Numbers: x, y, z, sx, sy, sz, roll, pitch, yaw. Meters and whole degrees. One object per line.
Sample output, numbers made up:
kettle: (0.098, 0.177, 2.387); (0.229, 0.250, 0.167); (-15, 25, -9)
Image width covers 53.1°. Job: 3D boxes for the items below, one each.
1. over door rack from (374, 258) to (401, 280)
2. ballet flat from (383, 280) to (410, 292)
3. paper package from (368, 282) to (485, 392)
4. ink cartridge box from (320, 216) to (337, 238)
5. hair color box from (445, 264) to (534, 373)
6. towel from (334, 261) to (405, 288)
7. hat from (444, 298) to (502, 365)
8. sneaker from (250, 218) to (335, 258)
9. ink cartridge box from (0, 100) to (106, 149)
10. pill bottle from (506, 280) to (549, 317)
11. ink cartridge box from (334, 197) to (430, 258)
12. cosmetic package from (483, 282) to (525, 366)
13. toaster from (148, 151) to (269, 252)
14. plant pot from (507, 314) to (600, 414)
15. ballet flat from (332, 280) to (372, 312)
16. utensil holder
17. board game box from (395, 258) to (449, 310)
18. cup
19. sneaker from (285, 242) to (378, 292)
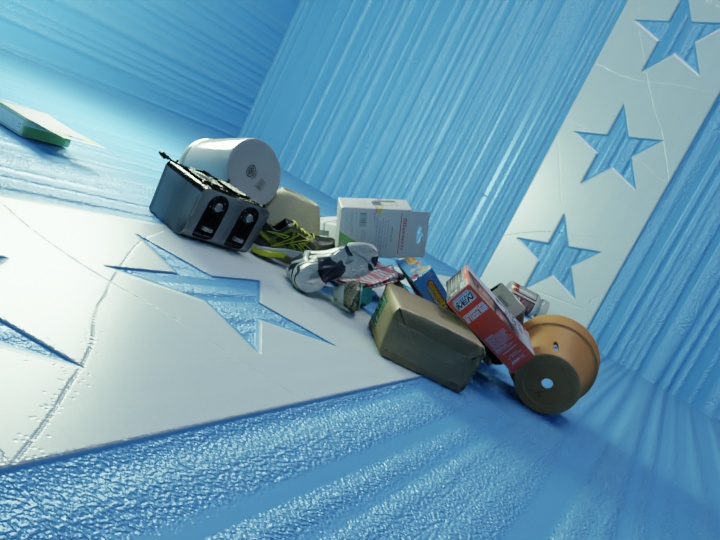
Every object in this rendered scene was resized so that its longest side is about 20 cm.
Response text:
over door rack: (-0.003, -0.028, 1.648); (0.197, 0.067, 0.148); (-3, 21, 15)
ballet flat: (0.092, 0.069, 1.777); (0.063, 0.068, 0.200); (-8, 22, -24)
paper package: (0.121, 0.124, 1.393); (0.189, 0.104, 0.200); (27, 9, -10)
ink cartridge box: (-0.036, -0.093, 1.876); (0.144, 0.086, 0.199); (-7, 13, -27)
hair color box: (0.257, 0.095, 1.433); (0.200, 0.064, 0.111); (45, 18, -11)
towel: (0.000, 0.000, 1.770); (0.146, 0.030, 0.199); (31, 28, 36)
hat: (0.220, 0.152, 1.557); (0.201, 0.081, 0.201); (53, -5, 7)
sneaker: (-0.143, -0.072, 1.599); (0.198, 0.086, 0.074); (-1, 18, -25)
ink cartridge box: (-0.678, -0.300, 1.566); (0.199, 0.048, 0.145); (31, 9, 17)
pill bottle: (0.741, 0.138, 3.238); (0.198, 0.110, 0.110); (27, 8, -3)
ink cartridge box: (0.047, -0.093, 1.591); (0.197, 0.118, 0.067); (2, 24, -9)
cosmetic package: (0.305, 0.126, 1.637); (0.087, 0.103, 0.201); (51, -12, 28)
toaster: (-0.318, -0.135, 1.482); (0.199, 0.120, 0.180); (35, 10, 39)
plant pot: (0.404, 0.212, 1.531); (0.199, 0.202, 0.140); (29, 25, 9)
ballet flat: (-0.022, 0.053, 1.544); (0.074, 0.069, 0.200); (7, 0, 8)
utensil holder: (-0.309, -0.230, 1.700); (0.199, 0.172, 0.169); (6, -9, 45)
board game box: (0.176, 0.063, 1.782); (0.197, 0.056, 0.200); (58, -1, -18)
cup: (-0.174, -0.113, 1.728); (0.199, 0.144, 0.200); (27, 9, -5)
sneaker: (-0.070, -0.017, 1.527); (0.198, 0.080, 0.129); (-27, 24, -23)
